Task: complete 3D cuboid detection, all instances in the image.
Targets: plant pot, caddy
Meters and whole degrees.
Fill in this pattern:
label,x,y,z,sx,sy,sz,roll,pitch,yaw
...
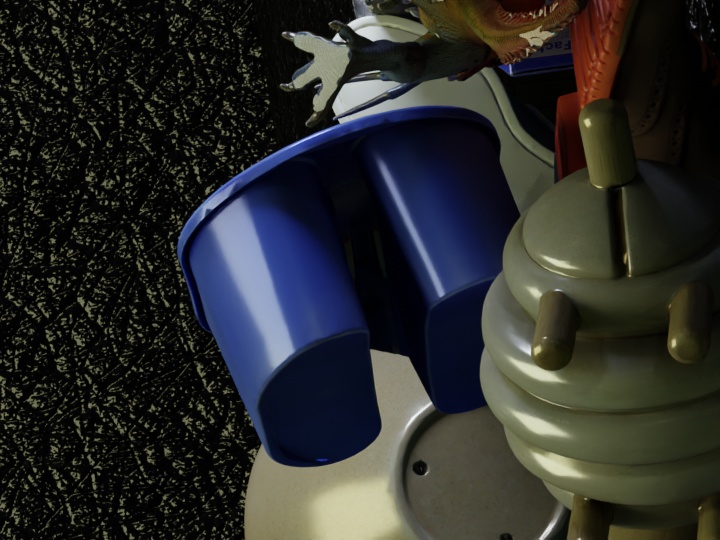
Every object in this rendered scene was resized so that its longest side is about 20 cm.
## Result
label,x,y,z,sx,sy,sz,roll,pitch,yaw
plant pot,0.048,0.119,1.361,0.134,0.200,0.201,122,141,-71
caddy,0.000,0.000,1.115,0.200,0.141,0.105,84,166,-69

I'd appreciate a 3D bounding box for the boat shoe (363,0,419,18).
label,x,y,z,sx,sy,sz,roll,pitch,yaw
boat shoe,0.025,-0.151,1.237,0.063,0.073,0.200,45,176,-8

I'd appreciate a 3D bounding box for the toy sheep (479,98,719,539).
label,x,y,z,sx,sy,sz,roll,pitch,yaw
toy sheep,0.106,0.028,0.999,0.138,0.138,0.200,-108,10,-59

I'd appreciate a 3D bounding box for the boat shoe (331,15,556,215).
label,x,y,z,sx,sy,sz,roll,pitch,yaw
boat shoe,0.065,-0.043,1.226,0.200,0.073,0.062,38,178,18

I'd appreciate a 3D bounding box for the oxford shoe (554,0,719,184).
label,x,y,z,sx,sy,sz,roll,pitch,yaw
oxford shoe,0.117,-0.078,1.042,0.200,0.072,0.071,91,177,-57

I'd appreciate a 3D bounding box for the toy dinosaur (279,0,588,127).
label,x,y,z,sx,sy,sz,roll,pitch,yaw
toy dinosaur,0.045,-0.095,1.051,0.200,0.181,0.105,27,110,34

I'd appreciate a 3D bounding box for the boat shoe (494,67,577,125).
label,x,y,z,sx,sy,sz,roll,pitch,yaw
boat shoe,0.092,-0.040,1.308,0.066,0.072,0.201,101,156,-57

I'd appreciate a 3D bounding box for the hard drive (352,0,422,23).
label,x,y,z,sx,sy,sz,roll,pitch,yaw
hard drive,0.060,-0.047,1.393,0.200,0.038,0.140,48,-154,-54

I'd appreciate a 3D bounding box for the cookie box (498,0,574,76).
label,x,y,z,sx,sy,sz,roll,pitch,yaw
cookie box,0.078,-0.200,1.219,0.171,0.075,0.200,-122,26,-76
